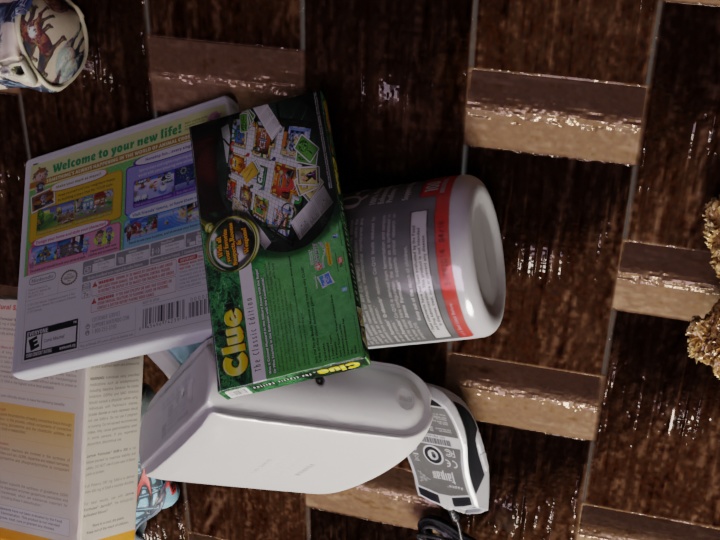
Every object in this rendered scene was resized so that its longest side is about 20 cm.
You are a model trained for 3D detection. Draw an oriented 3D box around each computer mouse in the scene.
[{"bbox_3d":[0.081,0.170,0.910,0.108,0.044,0.203,6,123,37],"label":"computer mouse"}]

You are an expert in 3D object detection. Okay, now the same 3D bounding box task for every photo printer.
[{"bbox_3d":[-0.053,0.119,0.833,0.197,0.071,0.166,11,149,-27],"label":"photo printer"}]

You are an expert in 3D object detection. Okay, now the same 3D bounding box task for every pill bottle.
[{"bbox_3d":[0.000,0.000,0.798,0.197,0.116,0.117,-7,117,20],"label":"pill bottle"}]

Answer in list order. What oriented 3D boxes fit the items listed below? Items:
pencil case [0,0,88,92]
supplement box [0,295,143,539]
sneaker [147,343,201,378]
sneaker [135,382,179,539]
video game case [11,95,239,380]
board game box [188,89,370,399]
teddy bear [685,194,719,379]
[{"bbox_3d":[-0.309,-0.165,0.814,0.196,0.090,0.079,-3,119,19],"label":"pencil case"},{"bbox_3d":[-0.251,0.124,0.905,0.124,0.073,0.204,3,90,30],"label":"supplement box"},{"bbox_3d":[-0.127,0.055,0.901,0.081,0.074,0.202,-20,120,17],"label":"sneaker"},{"bbox_3d":[-0.210,0.182,1.004,0.094,0.080,0.202,13,124,-18],"label":"sneaker"},{"bbox_3d":[-0.178,-0.023,0.821,0.197,0.185,0.022,-13,157,23],"label":"video game case"},{"bbox_3d":[-0.059,-0.021,0.744,0.103,0.203,0.024,-12,158,7],"label":"board game box"},{"bbox_3d":[0.301,-0.010,0.742,0.142,0.067,0.203,1,113,6],"label":"teddy bear"}]
